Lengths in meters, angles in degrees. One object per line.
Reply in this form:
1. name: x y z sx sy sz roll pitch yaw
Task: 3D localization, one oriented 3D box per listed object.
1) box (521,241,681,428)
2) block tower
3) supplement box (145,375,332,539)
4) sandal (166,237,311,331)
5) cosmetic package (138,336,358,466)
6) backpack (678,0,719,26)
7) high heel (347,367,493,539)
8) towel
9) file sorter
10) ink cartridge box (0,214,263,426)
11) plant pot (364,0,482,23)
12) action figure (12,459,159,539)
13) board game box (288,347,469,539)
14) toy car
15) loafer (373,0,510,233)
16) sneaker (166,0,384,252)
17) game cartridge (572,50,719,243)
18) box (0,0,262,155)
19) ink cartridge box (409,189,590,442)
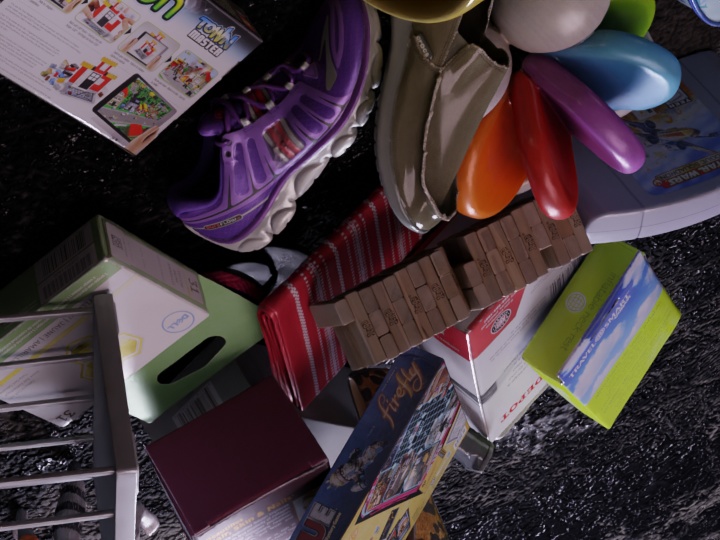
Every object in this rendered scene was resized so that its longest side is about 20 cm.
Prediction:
1. box: 0.197 0.050 1.417 0.122 0.048 0.200 -57 155 -3
2. block tower: 0.066 0.006 1.241 0.200 0.058 0.054 -25 -176 -21
3. supplement box: -0.077 0.181 1.306 0.110 0.086 0.200 -28 148 -11
4. sandal: -0.114 0.019 1.247 0.200 0.045 0.075 -6 138 -38
5. cosmetic package: -0.067 0.128 1.409 0.107 0.090 0.200 -45 150 17
6. backpack: 0.268 -0.251 1.110 0.200 0.147 0.183 -37 149 -5
7. high heel: 0.011 0.182 1.371 0.142 0.071 0.200 36 67 -23
8. towel: 0.000 0.000 1.290 0.200 0.022 0.145 -47 154 -22
9. file sorter: -0.214 0.136 1.133 0.124 0.139 0.200 -5 140 -13
10. ink cartridge box: -0.160 0.053 1.203 0.145 0.048 0.200 -36 138 20
11. plant pot: 0.061 -0.258 0.896 0.189 0.201 0.201 -36 152 -24
12. action figure: -0.254 0.231 1.304 0.199 0.194 0.105 7 114 1
13. board game box: 0.009 0.167 1.274 0.200 0.035 0.136 -58 157 -18
14. toy car: 0.130 -0.114 1.186 0.200 0.150 0.175 -38 149 7
15. loafer: 0.054 -0.121 1.085 0.075 0.069 0.201 -24 118 -67
16. sneaker: -0.055 -0.097 1.116 0.083 0.081 0.200 22 114 -31
17. game cartridge: 0.227 -0.092 1.324 0.200 0.133 0.042 -21 139 -21
18. box: -0.152 -0.144 0.993 0.110 0.035 0.200 -40 149 11
19. ink cartridge box: 0.111 0.027 1.396 0.147 0.083 0.200 -46 153 -17
